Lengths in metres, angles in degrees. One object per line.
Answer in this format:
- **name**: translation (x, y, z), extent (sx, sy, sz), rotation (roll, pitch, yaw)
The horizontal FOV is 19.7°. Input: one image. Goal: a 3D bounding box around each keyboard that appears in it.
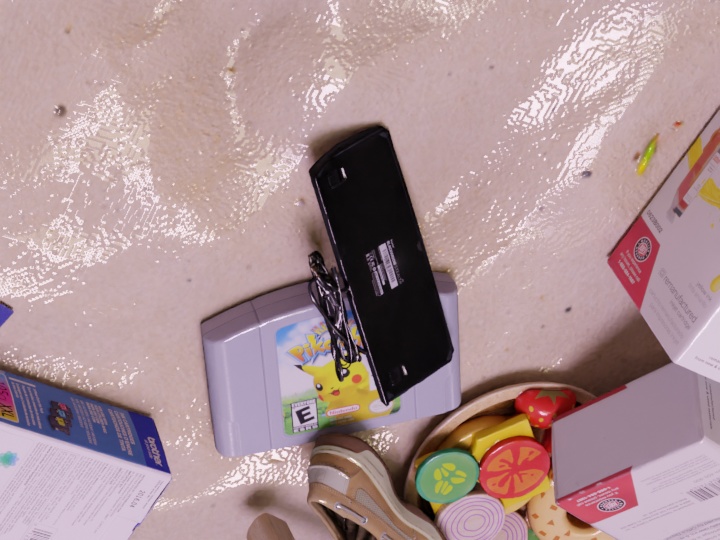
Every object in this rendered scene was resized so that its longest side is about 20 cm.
- **keyboard**: translation (0.000, 0.000, 1.520), extent (0.104, 0.040, 0.200), rotation (-30, 115, -30)

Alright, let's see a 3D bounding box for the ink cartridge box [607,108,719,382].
- **ink cartridge box**: translation (0.293, -0.034, 1.548), extent (0.083, 0.145, 0.200), rotation (23, 114, -29)

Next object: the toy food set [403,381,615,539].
- **toy food set**: translation (0.128, 0.178, 1.701), extent (0.198, 0.049, 0.200), rotation (-24, 128, -1)

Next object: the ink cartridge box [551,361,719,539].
- **ink cartridge box**: translation (0.269, 0.163, 1.637), extent (0.147, 0.083, 0.200), rotation (-29, 135, 34)

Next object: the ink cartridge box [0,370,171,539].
- **ink cartridge box**: translation (-0.236, 0.162, 1.550), extent (0.200, 0.076, 0.137), rotation (23, 116, -31)

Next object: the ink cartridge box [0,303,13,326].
- **ink cartridge box**: translation (-0.379, 0.059, 1.453), extent (0.200, 0.047, 0.198), rotation (35, 107, -32)

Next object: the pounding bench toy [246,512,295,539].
- **pounding bench toy**: translation (-0.025, 0.287, 1.678), extent (0.156, 0.124, 0.200), rotation (1, 123, -19)

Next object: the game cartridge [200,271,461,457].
- **game cartridge**: translation (-0.020, 0.067, 1.584), extent (0.199, 0.040, 0.134), rotation (-12, 123, -10)

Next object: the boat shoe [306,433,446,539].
- **boat shoe**: translation (0.008, 0.214, 1.629), extent (0.072, 0.076, 0.200), rotation (-6, 137, 35)
